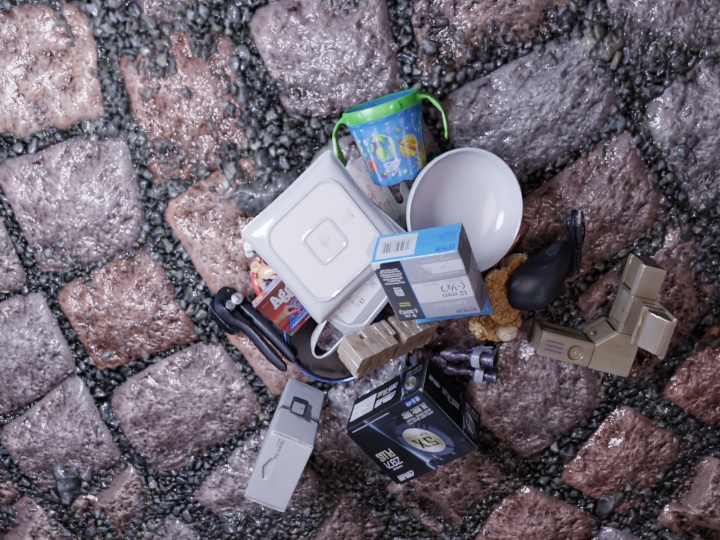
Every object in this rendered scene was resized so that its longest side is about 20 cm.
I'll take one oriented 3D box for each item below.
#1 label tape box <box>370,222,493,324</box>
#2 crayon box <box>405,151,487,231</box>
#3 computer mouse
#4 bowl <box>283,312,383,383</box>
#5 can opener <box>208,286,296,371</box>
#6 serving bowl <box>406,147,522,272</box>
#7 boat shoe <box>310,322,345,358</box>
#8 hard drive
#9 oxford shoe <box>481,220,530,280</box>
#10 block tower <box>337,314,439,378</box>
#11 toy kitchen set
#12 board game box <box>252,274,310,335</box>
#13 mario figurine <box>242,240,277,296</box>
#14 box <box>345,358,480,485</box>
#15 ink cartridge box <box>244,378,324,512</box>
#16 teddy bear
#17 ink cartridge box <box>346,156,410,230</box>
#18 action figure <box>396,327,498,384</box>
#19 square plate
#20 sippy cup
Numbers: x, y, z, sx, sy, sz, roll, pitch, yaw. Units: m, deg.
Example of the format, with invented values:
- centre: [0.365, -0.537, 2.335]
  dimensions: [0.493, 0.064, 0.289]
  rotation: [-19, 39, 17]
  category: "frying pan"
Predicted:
- centre: [0.118, 0.029, 1.028]
  dimensions: [0.140, 0.067, 0.202]
  rotation: [-8, 130, 24]
  category: "label tape box"
- centre: [0.148, -0.088, 1.133]
  dimensions: [0.116, 0.058, 0.205]
  rotation: [14, 105, -12]
  category: "crayon box"
- centre: [0.325, 0.001, 1.096]
  dimensions: [0.198, 0.052, 0.141]
  rotation: [-35, 134, -27]
  category: "computer mouse"
- centre: [-0.050, 0.118, 1.228]
  dimensions: [0.194, 0.039, 0.206]
  rotation: [1, 107, 3]
  category: "bowl"
- centre: [-0.197, 0.107, 1.214]
  dimensions: [0.198, 0.064, 0.079]
  rotation: [38, 149, 5]
  category: "can opener"
- centre: [0.162, -0.098, 1.061]
  dimensions: [0.194, 0.066, 0.206]
  rotation: [-4, 105, -13]
  category: "serving bowl"
- centre: [-0.025, 0.073, 1.156]
  dimensions: [0.072, 0.069, 0.200]
  rotation: [41, 104, -9]
  category: "boat shoe"
- centre: [0.000, 0.000, 1.088]
  dimensions: [0.139, 0.038, 0.201]
  rotation: [39, 95, -13]
  category: "hard drive"
- centre: [0.220, -0.019, 1.169]
  dimensions: [0.073, 0.070, 0.202]
  rotation: [39, 107, 17]
  category: "oxford shoe"
- centre: [0.048, 0.119, 1.119]
  dimensions: [0.058, 0.197, 0.055]
  rotation: [47, 133, 27]
  category: "block tower"
- centre: [0.419, 0.077, 1.127]
  dimensions: [0.175, 0.164, 0.205]
  rotation: [13, 107, -1]
  category: "toy kitchen set"
- centre: [-0.084, 0.013, 1.121]
  dimensions: [0.200, 0.019, 0.103]
  rotation: [-46, 128, 3]
  category: "board game box"
- centre: [-0.137, -0.013, 1.132]
  dimensions: [0.122, 0.106, 0.203]
  rotation: [31, 130, 9]
  category: "mario figurine"
- centre: [0.097, 0.285, 1.212]
  dimensions: [0.198, 0.087, 0.164]
  rotation: [-34, 108, 30]
  category: "box"
- centre: [-0.136, 0.319, 1.208]
  dimensions: [0.082, 0.201, 0.148]
  rotation: [22, 107, -4]
  category: "ink cartridge box"
- centre: [0.251, 0.058, 1.133]
  dimensions: [0.066, 0.143, 0.204]
  rotation: [35, 132, 32]
  category: "teddy bear"
- centre: [-0.008, -0.106, 1.166]
  dimensions: [0.198, 0.050, 0.164]
  rotation: [-34, 103, -4]
  category: "ink cartridge box"
- centre: [0.158, 0.170, 1.220]
  dimensions: [0.194, 0.070, 0.134]
  rotation: [5, 115, 17]
  category: "action figure"
- centre: [-0.058, -0.050, 1.039]
  dimensions: [0.197, 0.028, 0.201]
  rotation: [-41, 100, 5]
  category: "square plate"
- centre: [0.051, -0.215, 1.074]
  dimensions: [0.138, 0.176, 0.133]
  rotation: [-31, 111, -35]
  category: "sippy cup"
